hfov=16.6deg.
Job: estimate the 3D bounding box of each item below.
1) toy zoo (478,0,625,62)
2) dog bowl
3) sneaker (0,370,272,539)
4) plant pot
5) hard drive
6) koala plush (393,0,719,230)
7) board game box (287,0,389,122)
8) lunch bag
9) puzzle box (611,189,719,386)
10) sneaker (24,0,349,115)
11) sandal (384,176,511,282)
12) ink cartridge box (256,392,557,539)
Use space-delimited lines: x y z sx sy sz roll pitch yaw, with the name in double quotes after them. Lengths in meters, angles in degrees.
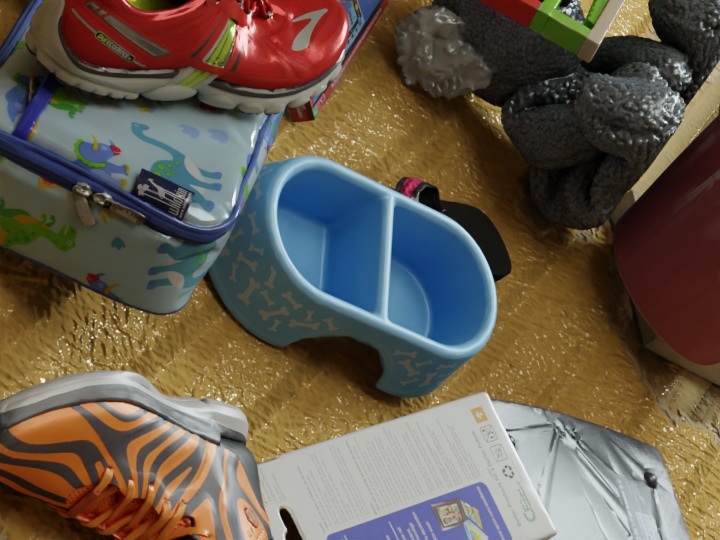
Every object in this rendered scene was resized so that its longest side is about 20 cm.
0.094 -0.233 1.679 0.200 0.020 0.131 29 48 3 "toy zoo"
0.000 0.000 1.460 0.200 0.050 0.112 24 56 -34 "dog bowl"
-0.106 0.116 1.205 0.200 0.077 0.112 10 51 -51 "sneaker"
0.286 -0.030 1.749 0.200 0.179 0.201 35 37 -31 "plant pot"
0.135 0.156 1.540 0.200 0.042 0.135 17 47 -45 "hard drive"
0.129 -0.144 1.740 0.200 0.184 0.177 35 49 2 "koala plush"
-0.021 -0.191 1.626 0.200 0.019 0.103 -62 140 -53 "board game box"
-0.132 -0.075 1.322 0.160 0.083 0.200 27 34 -3 "lunch bag"
0.271 0.031 1.871 0.200 0.025 0.133 26 42 -40 "puzzle box"
-0.077 -0.134 1.288 0.199 0.085 0.077 -6 47 -41 "sneaker"
0.044 -0.030 1.590 0.200 0.045 0.075 3 60 -54 "sandal"
0.017 0.135 1.377 0.200 0.037 0.095 -13 71 -44 "ink cartridge box"
